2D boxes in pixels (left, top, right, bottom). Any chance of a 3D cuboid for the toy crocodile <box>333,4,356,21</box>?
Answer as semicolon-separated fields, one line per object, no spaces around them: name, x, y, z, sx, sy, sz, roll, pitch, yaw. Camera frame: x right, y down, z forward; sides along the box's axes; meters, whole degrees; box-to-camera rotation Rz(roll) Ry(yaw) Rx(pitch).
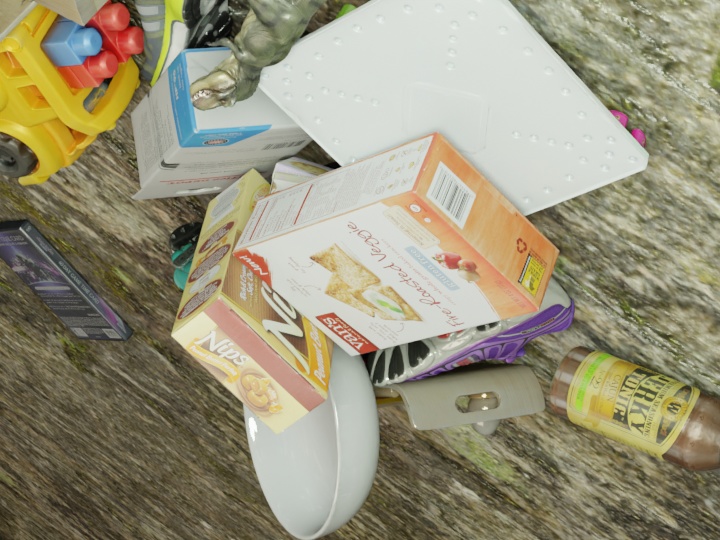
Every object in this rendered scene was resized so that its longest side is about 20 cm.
toy crocodile;0.031;-0.110;1.188;0.061;0.068;0.200;8;145;40

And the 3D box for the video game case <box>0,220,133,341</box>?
video game case;-0.386;0.015;2.072;0.200;0.019;0.142;51;154;-23

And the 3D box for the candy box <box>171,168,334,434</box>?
candy box;-0.074;0.019;1.263;0.055;0.200;0.115;-36;112;23

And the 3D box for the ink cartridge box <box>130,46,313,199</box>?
ink cartridge box;-0.111;-0.115;1.306;0.200;0.115;0.068;150;112;-64

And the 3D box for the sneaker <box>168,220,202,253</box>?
sneaker;-0.106;0.028;1.612;0.199;0.066;0.091;28;136;32

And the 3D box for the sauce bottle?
sauce bottle;0.245;0.117;1.294;0.199;0.065;0.065;19;150;34

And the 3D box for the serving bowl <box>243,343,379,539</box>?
serving bowl;-0.034;0.124;1.404;0.200;0.065;0.202;29;123;60

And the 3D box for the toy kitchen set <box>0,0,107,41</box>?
toy kitchen set;-0.306;-0.276;1.251;0.199;0.163;0.181;27;154;23

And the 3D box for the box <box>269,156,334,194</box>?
box;0.025;-0.040;1.276;0.199;0.041;0.039;19;109;16

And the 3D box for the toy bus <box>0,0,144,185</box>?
toy bus;-0.262;-0.177;1.438;0.191;0.136;0.200;2;142;30

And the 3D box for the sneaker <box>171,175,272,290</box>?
sneaker;-0.111;-0.022;1.480;0.083;0.121;0.200;39;156;-4

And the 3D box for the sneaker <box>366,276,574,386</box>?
sneaker;0.087;0.056;1.339;0.199;0.081;0.083;-20;141;38

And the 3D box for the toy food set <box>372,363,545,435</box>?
toy food set;0.050;0.121;1.474;0.199;0.143;0.061;-5;90;57

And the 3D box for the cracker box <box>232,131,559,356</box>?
cracker box;0.022;-0.012;1.166;0.134;0.058;0.199;41;145;-26

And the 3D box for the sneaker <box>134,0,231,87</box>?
sneaker;-0.146;-0.212;1.271;0.081;0.074;0.200;44;152;9

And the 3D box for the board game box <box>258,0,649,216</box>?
board game box;0.059;-0.109;1.096;0.199;0.026;0.200;-21;127;41

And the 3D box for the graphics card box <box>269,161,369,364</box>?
graphics card box;0.000;0.000;1.401;0.125;0.051;0.200;-13;126;33

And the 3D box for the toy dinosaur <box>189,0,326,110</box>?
toy dinosaur;-0.060;-0.178;1.044;0.088;0.047;0.200;50;137;-5
